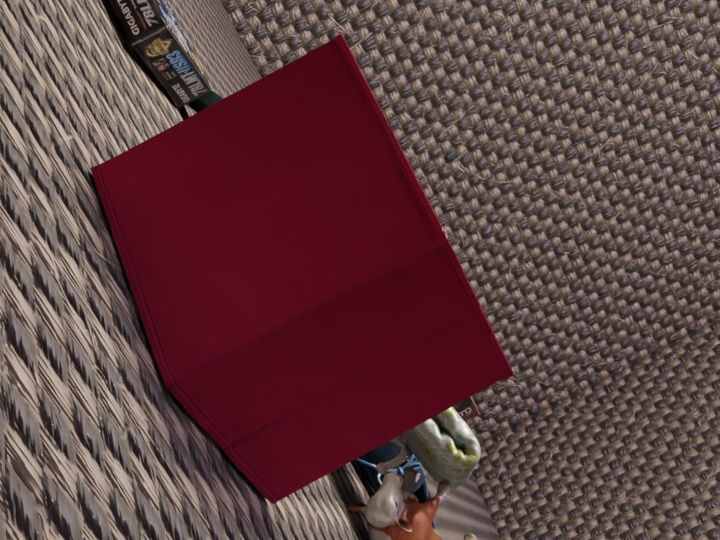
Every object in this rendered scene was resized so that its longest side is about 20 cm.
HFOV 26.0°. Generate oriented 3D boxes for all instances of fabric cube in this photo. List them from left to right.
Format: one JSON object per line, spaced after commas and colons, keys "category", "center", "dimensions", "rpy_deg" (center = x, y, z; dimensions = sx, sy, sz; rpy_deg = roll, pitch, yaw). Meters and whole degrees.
{"category": "fabric cube", "center": [-0.038, 0.003, 1.079], "dimensions": [0.197, 0.198, 0.200], "rpy_deg": [63, 3, 36]}

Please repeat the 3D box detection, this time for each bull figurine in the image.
{"category": "bull figurine", "center": [0.057, 0.269, 1.541], "dimensions": [0.122, 0.065, 0.202], "rpy_deg": [-48, 125, -49]}

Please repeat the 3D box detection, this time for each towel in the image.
{"category": "towel", "center": [0.044, 0.127, 1.560], "dimensions": [0.200, 0.048, 0.171], "rpy_deg": [51, -7, 11]}

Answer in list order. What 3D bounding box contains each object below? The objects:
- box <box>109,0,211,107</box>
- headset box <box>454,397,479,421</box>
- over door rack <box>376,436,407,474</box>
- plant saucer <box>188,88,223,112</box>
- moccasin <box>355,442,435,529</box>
{"category": "box", "center": [-0.238, -0.295, 1.662], "dimensions": [0.200, 0.049, 0.200], "rpy_deg": [65, 3, 14]}
{"category": "headset box", "center": [0.040, 0.129, 1.840], "dimensions": [0.201, 0.148, 0.075], "rpy_deg": [60, 4, -34]}
{"category": "over door rack", "center": [-0.041, 0.106, 1.553], "dimensions": [0.200, 0.066, 0.149], "rpy_deg": [43, -16, 55]}
{"category": "plant saucer", "center": [-0.147, -0.168, 1.748], "dimensions": [0.200, 0.019, 0.070], "rpy_deg": [38, -13, 34]}
{"category": "moccasin", "center": [0.048, 0.227, 1.743], "dimensions": [0.068, 0.080, 0.201], "rpy_deg": [47, -10, 52]}
